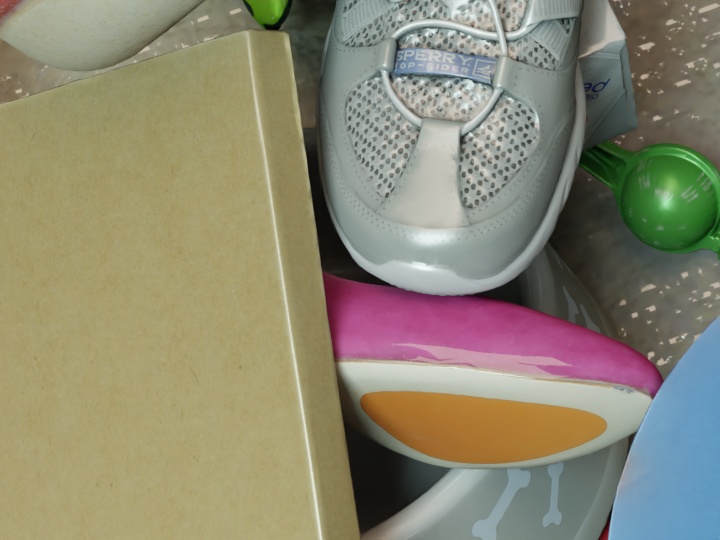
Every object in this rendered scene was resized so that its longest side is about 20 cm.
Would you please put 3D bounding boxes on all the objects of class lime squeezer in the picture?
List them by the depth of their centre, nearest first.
[{"bbox_3d":[0.093,-0.007,0.852,0.070,0.038,0.200,-19,48,-22],"label":"lime squeezer"}]

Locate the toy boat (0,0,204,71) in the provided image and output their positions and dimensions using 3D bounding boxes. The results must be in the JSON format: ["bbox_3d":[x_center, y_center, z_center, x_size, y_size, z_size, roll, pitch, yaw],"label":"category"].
[{"bbox_3d":[-0.060,-0.154,0.727,0.131,0.130,0.200,34,63,-15],"label":"toy boat"}]

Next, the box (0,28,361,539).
[{"bbox_3d":[-0.069,0.050,0.752,0.163,0.021,0.201,-13,83,38],"label":"box"}]

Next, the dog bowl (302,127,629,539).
[{"bbox_3d":[-0.022,0.039,0.831,0.200,0.059,0.200,-10,49,11],"label":"dog bowl"}]

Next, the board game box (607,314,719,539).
[{"bbox_3d":[0.159,0.086,0.714,0.199,0.039,0.158,16,73,0],"label":"board game box"}]

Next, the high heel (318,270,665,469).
[{"bbox_3d":[0.000,0.000,0.773,0.200,0.067,0.096,0,60,36],"label":"high heel"}]

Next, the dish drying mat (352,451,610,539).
[{"bbox_3d":[-0.021,0.109,0.825,0.200,0.018,0.077,-27,51,-5],"label":"dish drying mat"}]

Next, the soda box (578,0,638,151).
[{"bbox_3d":[0.013,-0.123,0.834,0.068,0.063,0.200,-24,67,-1],"label":"soda box"}]

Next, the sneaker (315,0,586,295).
[{"bbox_3d":[0.024,-0.092,0.739,0.075,0.082,0.201,3,68,9],"label":"sneaker"}]

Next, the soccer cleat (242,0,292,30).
[{"bbox_3d":[0.043,-0.137,0.945,0.200,0.068,0.081,-18,89,-10],"label":"soccer cleat"}]
